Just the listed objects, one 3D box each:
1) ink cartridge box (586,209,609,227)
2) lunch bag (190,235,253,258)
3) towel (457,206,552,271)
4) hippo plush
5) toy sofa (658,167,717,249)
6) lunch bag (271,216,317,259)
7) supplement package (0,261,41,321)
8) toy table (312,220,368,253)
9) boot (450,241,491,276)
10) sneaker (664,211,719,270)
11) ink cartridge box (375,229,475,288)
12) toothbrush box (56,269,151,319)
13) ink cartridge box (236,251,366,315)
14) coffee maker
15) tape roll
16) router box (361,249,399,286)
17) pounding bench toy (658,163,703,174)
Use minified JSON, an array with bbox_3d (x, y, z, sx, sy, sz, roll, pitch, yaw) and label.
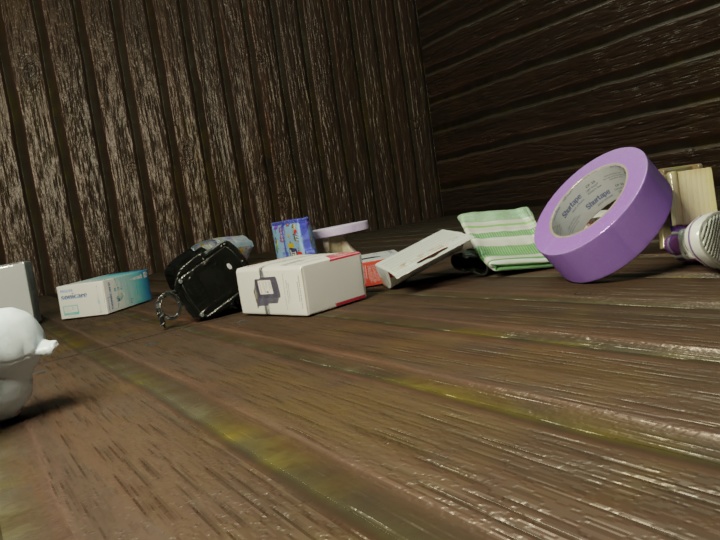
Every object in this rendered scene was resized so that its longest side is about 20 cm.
[{"bbox_3d":[0.470,-0.082,1.354,0.113,0.070,0.200,-9,5,-3],"label":"ink cartridge box"},{"bbox_3d":[-0.535,-0.068,2.606,0.196,0.131,0.167,-17,-3,39],"label":"lunch bag"},{"bbox_3d":[0.276,-0.062,1.236,0.147,0.024,0.202,-5,33,-5],"label":"towel"},{"bbox_3d":[-0.414,0.081,0.677,0.155,0.207,0.160,17,7,22],"label":"hippo plush"},{"bbox_3d":[0.503,-0.092,1.072,0.094,0.086,0.199,-6,-10,18],"label":"toy sofa"},{"bbox_3d":[-0.126,-0.038,1.469,0.091,0.156,0.199,-11,5,-16],"label":"lunch bag"},{"bbox_3d":[-0.910,0.073,1.646,0.194,0.161,0.110,-11,5,-18],"label":"supplement package"},{"bbox_3d":[-0.068,-0.047,1.645,0.194,0.121,0.183,-7,6,27],"label":"toy table"},{"bbox_3d":[0.225,-0.036,1.300,0.127,0.070,0.199,-13,11,-23],"label":"boot"},{"bbox_3d":[0.465,-0.034,0.924,0.196,0.075,0.112,0,-6,-43],"label":"sneaker"},{"bbox_3d":[0.120,-0.017,1.223,0.159,0.051,0.200,-27,13,-5],"label":"ink cartridge box"},{"bbox_3d":[-0.661,0.059,1.735,0.142,0.088,0.200,-7,5,15],"label":"toothbrush box"},{"bbox_3d":[-0.108,0.022,1.191,0.142,0.087,0.197,-14,9,-43],"label":"ink cartridge box"},{"bbox_3d":[-0.326,0.021,1.318,0.187,0.139,0.199,-12,6,-23],"label":"coffee maker"},{"bbox_3d":[0.352,-0.082,0.984,0.200,0.065,0.201,-46,16,17],"label":"tape roll"},{"bbox_3d":[0.000,0.000,1.417,0.173,0.051,0.200,-10,6,-2],"label":"router box"},{"bbox_3d":[0.722,-0.170,1.513,0.152,0.129,0.199,-11,6,-25],"label":"pounding bench toy"}]
